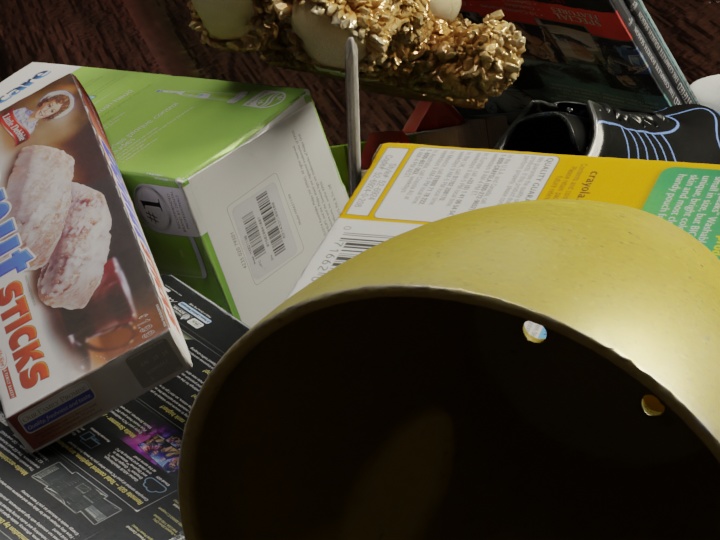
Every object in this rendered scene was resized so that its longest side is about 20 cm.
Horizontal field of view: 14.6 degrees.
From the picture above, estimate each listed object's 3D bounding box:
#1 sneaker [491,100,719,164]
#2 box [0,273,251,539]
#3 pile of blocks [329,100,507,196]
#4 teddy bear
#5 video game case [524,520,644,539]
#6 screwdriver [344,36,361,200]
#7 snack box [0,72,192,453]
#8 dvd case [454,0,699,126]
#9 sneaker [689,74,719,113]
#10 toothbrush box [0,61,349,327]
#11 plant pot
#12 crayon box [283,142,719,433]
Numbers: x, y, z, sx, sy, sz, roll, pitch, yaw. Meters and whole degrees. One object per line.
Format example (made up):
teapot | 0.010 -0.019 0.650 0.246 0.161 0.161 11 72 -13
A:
sneaker | 0.110 -0.048 1.261 0.070 0.078 0.200 1 24 34
box | -0.073 0.087 1.070 0.160 0.044 0.200 -27 43 -34
pile of blocks | 0.020 -0.053 1.384 0.082 0.062 0.200 -6 5 18
teddy bear | -0.002 -0.117 1.245 0.145 0.067 0.200 14 3 40
video game case | 0.129 0.039 1.054 0.200 0.023 0.182 -14 35 -2
screwdriver | 0.000 0.000 1.128 0.028 0.200 0.029 -10 34 -16
snack box | -0.124 -0.007 1.128 0.072 0.024 0.200 -29 37 2
dvd case | 0.087 -0.109 1.384 0.146 0.200 0.022 12 65 33
sneaker | 0.242 -0.121 1.409 0.079 0.130 0.199 -28 24 -38
toothbrush box | -0.094 -0.007 1.266 0.200 0.146 0.086 11 38 46
plant pot | 0.062 0.056 0.906 0.200 0.200 0.142 -2 29 28
crayon box | 0.081 0.013 1.043 0.200 0.052 0.126 4 39 25
